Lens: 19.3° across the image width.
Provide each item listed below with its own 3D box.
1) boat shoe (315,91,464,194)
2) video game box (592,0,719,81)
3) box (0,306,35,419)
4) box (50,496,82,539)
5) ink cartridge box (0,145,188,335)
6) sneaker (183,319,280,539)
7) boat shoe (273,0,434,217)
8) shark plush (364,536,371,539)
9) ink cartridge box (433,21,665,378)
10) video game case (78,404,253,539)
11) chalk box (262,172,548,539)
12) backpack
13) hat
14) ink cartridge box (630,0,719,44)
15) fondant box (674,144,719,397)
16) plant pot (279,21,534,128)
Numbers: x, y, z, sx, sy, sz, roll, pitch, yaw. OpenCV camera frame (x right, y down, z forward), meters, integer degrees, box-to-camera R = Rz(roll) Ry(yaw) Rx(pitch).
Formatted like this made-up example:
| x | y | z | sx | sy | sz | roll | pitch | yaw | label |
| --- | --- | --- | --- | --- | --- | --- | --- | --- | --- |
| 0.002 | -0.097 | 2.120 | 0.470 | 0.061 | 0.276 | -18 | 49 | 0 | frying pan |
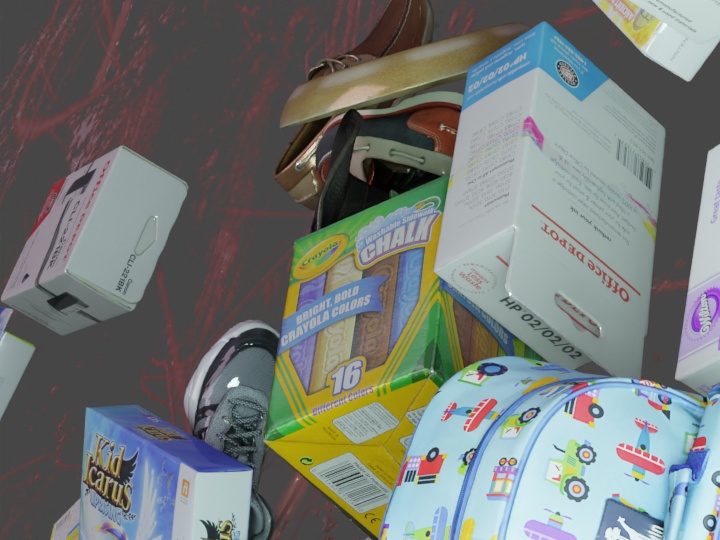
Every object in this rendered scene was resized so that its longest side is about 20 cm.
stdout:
| x | y | z | sx | sy | sz | roll | pitch | yaw | label |
| --- | --- | --- | --- | --- | --- | --- | --- | --- | --- |
| 0.022 | -0.079 | 1.548 | 0.199 | 0.071 | 0.063 | -13 | 54 | 57 | boat shoe |
| 0.214 | -0.231 | 1.326 | 0.183 | 0.047 | 0.200 | -53 | 23 | 14 | video game box |
| -0.420 | 0.138 | 2.299 | 0.201 | 0.047 | 0.122 | -64 | 22 | -9 | box |
| -0.217 | 0.261 | 1.690 | 0.117 | 0.048 | 0.201 | -44 | 25 | 36 | box |
| -0.267 | -0.027 | 2.109 | 0.200 | 0.083 | 0.145 | -17 | 47 | 60 | ink cartridge box |
| -0.090 | 0.137 | 1.523 | 0.114 | 0.075 | 0.202 | 13 | 81 | 67 | sneaker |
| -0.005 | -0.140 | 1.673 | 0.201 | 0.071 | 0.076 | -65 | 22 | -11 | boat shoe |
| -0.014 | 0.181 | 1.308 | 0.083 | 0.091 | 0.200 | -39 | -4 | -43 | shark plush |
| 0.108 | -0.026 | 1.203 | 0.068 | 0.115 | 0.201 | -28 | 37 | 39 | ink cartridge box |
| -0.141 | 0.202 | 1.456 | 0.200 | 0.045 | 0.183 | 18 | 104 | 60 | video game case |
| 0.036 | 0.037 | 1.252 | 0.123 | 0.124 | 0.201 | -22 | 41 | 30 | chalk box |
| 0.114 | 0.126 | 0.894 | 0.134 | 0.199 | 0.184 | -20 | 44 | 59 | backpack |
| 0.000 | 0.000 | 1.393 | 0.201 | 0.080 | 0.202 | -164 | 90 | -89 | hat |
| 0.238 | -0.232 | 1.150 | 0.199 | 0.084 | 0.147 | -22 | 54 | 45 | ink cartridge box |
| 0.240 | -0.028 | 0.997 | 0.200 | 0.058 | 0.145 | -36 | 32 | 50 | fondant box |
| 0.036 | -0.136 | 1.447 | 0.200 | 0.199 | 0.028 | -11 | 95 | 63 | plant pot |
